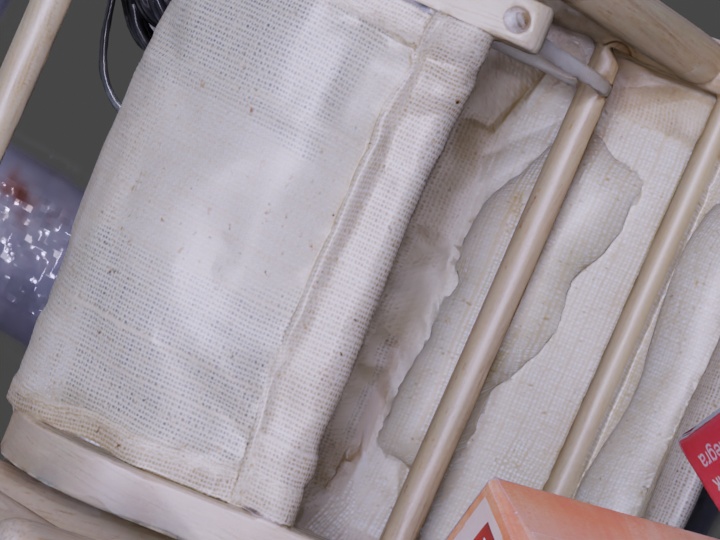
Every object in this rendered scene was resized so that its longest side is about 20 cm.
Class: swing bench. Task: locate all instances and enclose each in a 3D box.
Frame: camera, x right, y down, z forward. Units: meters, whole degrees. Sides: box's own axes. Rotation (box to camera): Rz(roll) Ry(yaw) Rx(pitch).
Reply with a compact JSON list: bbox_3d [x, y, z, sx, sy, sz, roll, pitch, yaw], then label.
[{"bbox_3d":[0.000,0.000,0.738,0.200,0.130,0.199,24,90,-34],"label":"swing bench"}]

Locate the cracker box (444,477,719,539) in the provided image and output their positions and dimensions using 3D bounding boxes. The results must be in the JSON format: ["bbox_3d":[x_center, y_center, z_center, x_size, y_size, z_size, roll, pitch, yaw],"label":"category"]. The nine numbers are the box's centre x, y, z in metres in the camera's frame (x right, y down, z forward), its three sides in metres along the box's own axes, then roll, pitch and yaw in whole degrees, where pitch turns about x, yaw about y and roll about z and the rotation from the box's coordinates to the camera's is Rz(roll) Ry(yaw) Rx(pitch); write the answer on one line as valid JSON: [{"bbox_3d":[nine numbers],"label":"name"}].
[{"bbox_3d":[0.042,0.152,0.707,0.134,0.058,0.200,17,122,-29],"label":"cracker box"}]

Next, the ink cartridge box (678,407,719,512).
[{"bbox_3d":[0.192,0.082,0.645,0.144,0.084,0.200,-26,79,-28],"label":"ink cartridge box"}]

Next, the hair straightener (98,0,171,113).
[{"bbox_3d":[-0.056,-0.116,0.808,0.077,0.041,0.201,-12,92,5],"label":"hair straightener"}]
